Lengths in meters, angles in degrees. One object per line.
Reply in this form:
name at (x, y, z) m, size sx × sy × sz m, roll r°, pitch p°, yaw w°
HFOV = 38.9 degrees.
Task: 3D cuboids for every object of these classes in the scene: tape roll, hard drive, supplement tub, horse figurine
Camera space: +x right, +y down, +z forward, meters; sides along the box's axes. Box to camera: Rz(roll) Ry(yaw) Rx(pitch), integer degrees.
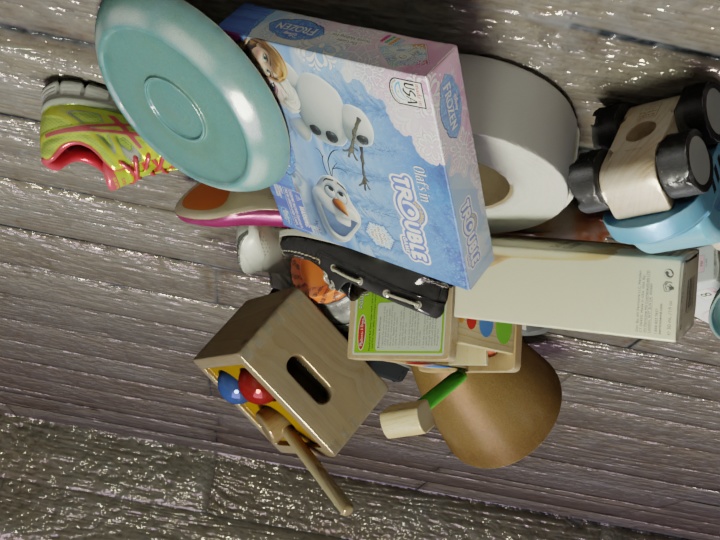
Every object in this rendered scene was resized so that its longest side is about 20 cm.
tape roll at (0.084, -0.103, 0.877) m, size 0.200 × 0.072 × 0.203 m, roll 9°, pitch 160°, yaw 3°
hard drive at (-0.026, 0.084, 1.271) m, size 0.139 × 0.033 × 0.200 m, roll 32°, pitch 180°, yaw 22°
supplement tub at (0.018, 0.020, 1.166) m, size 0.121 × 0.124 × 0.199 m, roll -6°, pitch 154°, yaw 37°
horse figurine at (0.182, -0.049, 1.010) m, size 0.198 × 0.051 × 0.132 m, roll 13°, pitch 166°, yaw -17°

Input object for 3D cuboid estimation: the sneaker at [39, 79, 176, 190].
sneaker at (-0.207, -0.113, 0.960) m, size 0.197 × 0.091 × 0.078 m, roll 9°, pitch 159°, yaw -1°

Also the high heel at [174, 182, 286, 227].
high heel at (-0.095, -0.063, 1.080) m, size 0.198 × 0.068 × 0.096 m, roll -13°, pitch 143°, yaw 20°

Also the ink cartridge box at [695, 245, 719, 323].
ink cartridge box at (0.366, 0.036, 1.158) m, size 0.161 × 0.058 × 0.199 m, roll 23°, pitch 152°, yaw -32°

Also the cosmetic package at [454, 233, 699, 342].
cosmetic package at (0.193, 0.011, 0.911) m, size 0.198 × 0.072 × 0.105 m, roll 6°, pitch -172°, yaw 25°

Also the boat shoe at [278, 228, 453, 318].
boat shoe at (0.000, 0.000, 0.981) m, size 0.198 × 0.061 × 0.074 m, roll 12°, pitch -178°, yaw 30°

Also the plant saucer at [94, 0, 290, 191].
plant saucer at (-0.143, -0.136, 0.824) m, size 0.199 × 0.027 × 0.201 m, roll 30°, pitch 150°, yaw 19°

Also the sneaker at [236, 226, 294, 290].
sneaker at (-0.085, -0.025, 1.191) m, size 0.086 × 0.076 × 0.200 m, roll -6°, pitch 165°, yaw 19°

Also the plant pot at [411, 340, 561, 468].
plant pot at (0.149, 0.137, 1.378) m, size 0.185 × 0.188 × 0.200 m, roll -5°, pitch 142°, yaw 36°

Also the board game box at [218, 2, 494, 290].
board game box at (-0.002, -0.094, 0.785) m, size 0.197 × 0.043 × 0.201 m, roll 19°, pitch 143°, yaw 33°

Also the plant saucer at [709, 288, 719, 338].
plant saucer at (0.446, 0.020, 1.016) m, size 0.197 × 0.028 × 0.201 m, roll -2°, pitch 145°, yaw -1°

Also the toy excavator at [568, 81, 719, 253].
toy excavator at (0.274, -0.059, 0.839) m, size 0.099 × 0.195 × 0.201 m, roll -9°, pitch 125°, yaw 41°

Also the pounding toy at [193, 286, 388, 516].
pounding toy at (-0.073, 0.144, 1.130) m, size 0.200 × 0.142 × 0.184 m, roll 48°, pitch 155°, yaw -13°

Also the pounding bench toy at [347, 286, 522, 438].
pounding bench toy at (0.082, 0.074, 1.044) m, size 0.123 × 0.203 × 0.155 m, roll -4°, pitch 167°, yaw 38°

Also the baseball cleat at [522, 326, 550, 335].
baseball cleat at (0.182, 0.023, 1.175) m, size 0.199 × 0.071 × 0.106 m, roll 23°, pitch 156°, yaw -35°
